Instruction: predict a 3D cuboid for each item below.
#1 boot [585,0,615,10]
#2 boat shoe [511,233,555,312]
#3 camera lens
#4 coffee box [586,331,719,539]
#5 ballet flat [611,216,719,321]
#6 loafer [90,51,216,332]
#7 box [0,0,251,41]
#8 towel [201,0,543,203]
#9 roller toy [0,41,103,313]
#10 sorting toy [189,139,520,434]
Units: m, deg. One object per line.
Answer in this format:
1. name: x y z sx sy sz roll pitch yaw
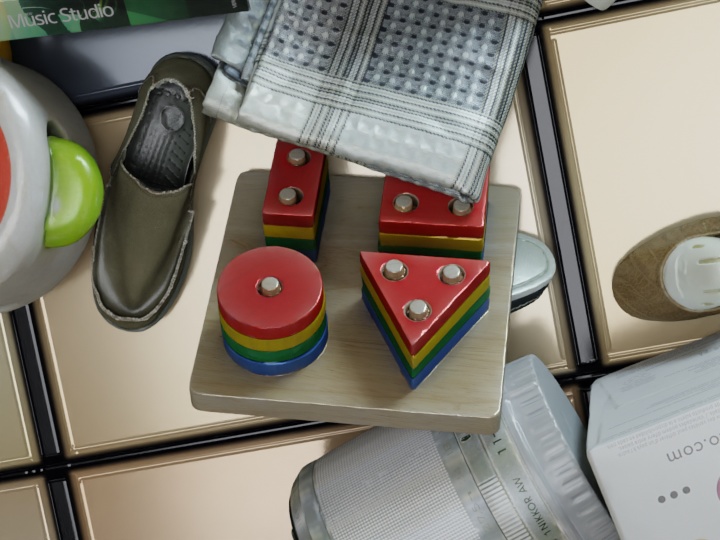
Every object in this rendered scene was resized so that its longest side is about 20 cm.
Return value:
1. boot: 0.131 -0.277 1.174 0.199 0.073 0.144 30 113 -26
2. boat shoe: 0.036 0.021 1.267 0.199 0.076 0.061 -6 135 -1
3. camera lens: 0.064 0.167 1.230 0.199 0.160 0.161 -30 93 10
4. coffee box: 0.273 0.147 1.182 0.199 0.200 0.199 -22 95 9
5. ballet flat: 0.267 -0.004 1.227 0.199 0.072 0.068 -8 96 8
6. loafer: -0.150 -0.054 1.273 0.075 0.070 0.201 13 99 5
7. box: -0.166 -0.212 1.221 0.199 0.145 0.036 -7 129 8
8. towel: 0.011 -0.158 1.215 0.199 0.035 0.193 18 69 5
9. roller toy: -0.279 -0.062 1.254 0.182 0.140 0.200 -42 81 9
10. sorting toy: 0.000 0.000 1.199 0.199 0.200 0.070 4 139 6
